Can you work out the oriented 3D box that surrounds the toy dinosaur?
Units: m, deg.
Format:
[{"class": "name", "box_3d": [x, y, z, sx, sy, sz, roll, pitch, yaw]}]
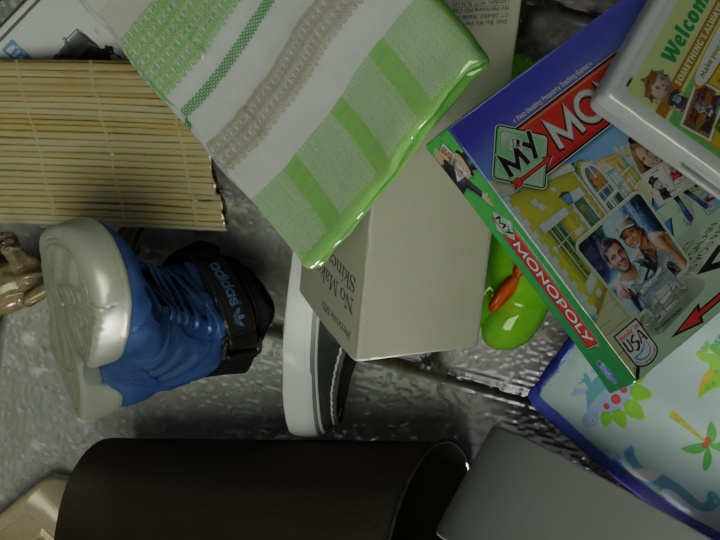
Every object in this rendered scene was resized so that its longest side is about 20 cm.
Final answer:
[{"class": "toy dinosaur", "box_3d": [-0.211, 0.013, 0.999, 0.199, 0.101, 0.058, -12, 82, 12]}]

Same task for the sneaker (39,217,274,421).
[{"class": "sneaker", "box_3d": [-0.099, 0.013, 0.940, 0.111, 0.200, 0.077, -20, 71, -16]}]

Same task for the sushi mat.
[{"class": "sushi mat", "box_3d": [-0.164, -0.063, 0.931, 0.199, 0.012, 0.096, 2, 126, 20]}]

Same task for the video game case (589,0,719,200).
[{"class": "video game case", "box_3d": [0.220, -0.100, 0.830, 0.182, 0.200, 0.022, 34, 158, -7]}]

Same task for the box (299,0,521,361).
[{"class": "box", "box_3d": [0.021, -0.064, 0.863, 0.068, 0.082, 0.201, -6, 117, -22]}]

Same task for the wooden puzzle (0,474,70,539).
[{"class": "wooden puzzle", "box_3d": [-0.190, 0.241, 1.134, 0.200, 0.037, 0.185, -39, 103, 23]}]

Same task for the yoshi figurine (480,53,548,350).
[{"class": "yoshi figurine", "box_3d": [0.117, -0.051, 0.925, 0.112, 0.112, 0.200, 24, 108, -47]}]

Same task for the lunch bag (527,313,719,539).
[{"class": "lunch bag", "box_3d": [0.209, 0.047, 0.921, 0.199, 0.128, 0.170, 27, 117, -15]}]

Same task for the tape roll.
[{"class": "tape roll", "box_3d": [0.139, 0.157, 0.943, 0.200, 0.200, 0.066, 30, 85, -5]}]

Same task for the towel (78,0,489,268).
[{"class": "towel", "box_3d": [-0.048, -0.116, 0.813, 0.200, 0.031, 0.149, 50, 130, 14]}]

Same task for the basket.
[{"class": "basket", "box_3d": [-0.055, 0.155, 1.008, 0.199, 0.180, 0.137, 2, 99, 18]}]

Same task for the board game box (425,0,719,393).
[{"class": "board game box", "box_3d": [0.144, -0.058, 0.819, 0.135, 0.200, 0.029, 53, 157, 0]}]

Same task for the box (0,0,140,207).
[{"class": "box", "box_3d": [-0.084, -0.141, 0.918, 0.200, 0.060, 0.117, -39, 104, 23]}]

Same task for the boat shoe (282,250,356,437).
[{"class": "boat shoe", "box_3d": [0.000, 0.000, 0.972, 0.066, 0.070, 0.201, 9, 109, 7]}]
